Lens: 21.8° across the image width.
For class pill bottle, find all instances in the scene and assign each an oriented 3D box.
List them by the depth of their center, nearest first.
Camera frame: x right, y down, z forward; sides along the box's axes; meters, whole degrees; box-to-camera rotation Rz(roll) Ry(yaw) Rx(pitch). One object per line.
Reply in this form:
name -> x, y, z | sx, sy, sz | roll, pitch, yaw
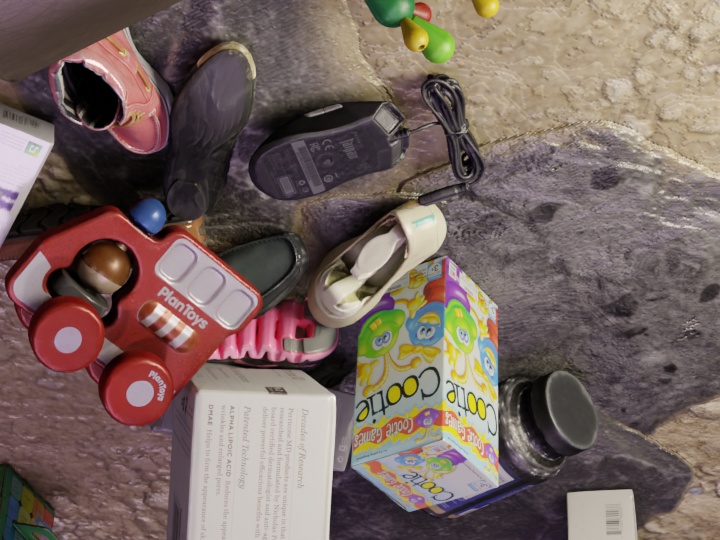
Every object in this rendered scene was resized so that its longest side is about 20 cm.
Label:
pill bottle -> 0.143, 0.178, 1.936 | 0.199, 0.113, 0.112 | -28, 134, 35

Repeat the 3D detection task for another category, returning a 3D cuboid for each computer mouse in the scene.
computer mouse -> 0.009, -0.100, 1.622 | 0.198, 0.046, 0.141 | -21, 135, 12

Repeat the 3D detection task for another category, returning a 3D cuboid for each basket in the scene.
basket -> -0.198, -0.244, 1.365 | 0.198, 0.137, 0.181 | -15, 131, 17

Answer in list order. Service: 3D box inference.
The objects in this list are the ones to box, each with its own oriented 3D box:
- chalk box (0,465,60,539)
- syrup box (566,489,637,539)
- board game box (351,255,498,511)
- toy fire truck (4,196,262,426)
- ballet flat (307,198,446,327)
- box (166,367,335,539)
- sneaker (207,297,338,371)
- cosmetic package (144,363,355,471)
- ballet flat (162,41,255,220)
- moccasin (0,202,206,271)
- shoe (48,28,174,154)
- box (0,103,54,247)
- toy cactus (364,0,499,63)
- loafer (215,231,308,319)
chalk box -> -0.435, 0.311, 2.158 | 0.198, 0.125, 0.125 | -10, 142, 16
syrup box -> 0.285, 0.338, 2.175 | 0.081, 0.079, 0.201 | -4, 144, 9
board game box -> 0.064, 0.107, 1.767 | 0.102, 0.201, 0.105 | -19, 140, 28
toy fire truck -> -0.206, 0.025, 1.657 | 0.200, 0.112, 0.168 | 41, 92, -26
ballet flat -> 0.000, 0.000, 1.734 | 0.069, 0.070, 0.200 | 23, 135, -26
box -> -0.106, 0.199, 1.746 | 0.129, 0.202, 0.199 | 3, -177, -11
sneaker -> -0.123, 0.067, 1.847 | 0.198, 0.080, 0.095 | 9, 159, -4
cosmetic package -> -0.112, 0.145, 1.905 | 0.198, 0.091, 0.107 | 18, 172, -17
ballet flat -> -0.133, -0.125, 1.603 | 0.066, 0.057, 0.201 | 17, 136, -7
moccasin -> -0.241, -0.021, 1.720 | 0.199, 0.074, 0.078 | -4, 116, -3
shoe -> -0.207, -0.141, 1.538 | 0.071, 0.092, 0.201 | -5, 144, 11
box -> -0.373, -0.070, 1.643 | 0.143, 0.036, 0.201 | 22, 119, -21
toy cactus -> 0.014, -0.244, 1.400 | 0.164, 0.103, 0.200 | 8, 151, 27
loafer -> -0.140, 0.025, 1.746 | 0.199, 0.069, 0.070 | -29, 167, 13
